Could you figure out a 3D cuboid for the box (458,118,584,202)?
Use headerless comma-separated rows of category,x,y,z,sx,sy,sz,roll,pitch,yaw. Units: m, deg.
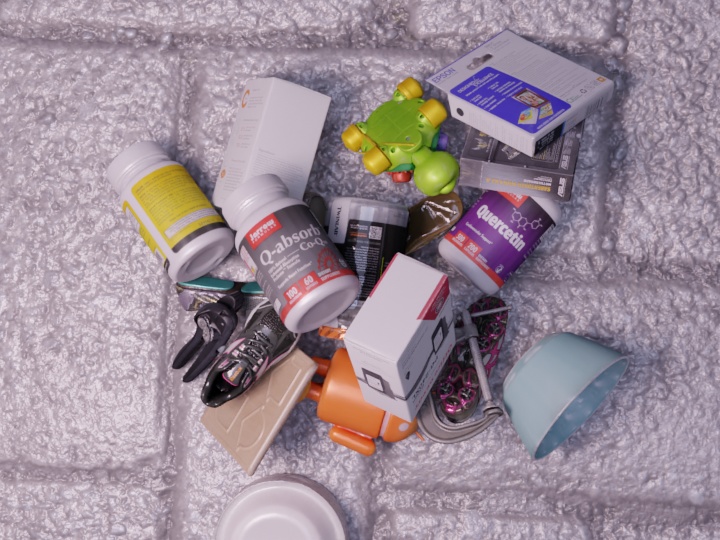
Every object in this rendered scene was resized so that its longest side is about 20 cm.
box,0.236,-0.185,1.506,0.158,0.200,0.048,9,132,11

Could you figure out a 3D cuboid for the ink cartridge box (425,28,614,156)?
ink cartridge box,0.229,-0.261,1.519,0.200,0.043,0.198,35,53,28

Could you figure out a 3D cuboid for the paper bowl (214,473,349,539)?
paper bowl,-0.120,0.411,1.566,0.200,0.104,0.201,0,90,3

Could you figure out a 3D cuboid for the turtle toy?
turtle toy,0.073,-0.183,1.544,0.146,0.101,0.200,-40,44,2

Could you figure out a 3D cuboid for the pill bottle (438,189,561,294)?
pill bottle,0.216,-0.069,1.545,0.112,0.112,0.200,41,91,4

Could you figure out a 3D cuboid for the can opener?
can opener,-0.229,0.109,1.560,0.063,0.079,0.200,53,132,19

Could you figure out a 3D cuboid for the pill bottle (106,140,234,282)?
pill bottle,-0.288,-0.091,1.574,0.114,0.114,0.200,-38,76,3

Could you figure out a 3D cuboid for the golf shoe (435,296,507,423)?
golf shoe,0.166,0.133,1.568,0.073,0.092,0.200,19,69,19

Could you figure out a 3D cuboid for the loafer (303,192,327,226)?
loafer,-0.055,-0.020,1.579,0.070,0.070,0.200,-5,95,46

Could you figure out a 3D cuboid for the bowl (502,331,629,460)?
bowl,0.282,0.165,1.512,0.201,0.201,0.105,-47,67,2

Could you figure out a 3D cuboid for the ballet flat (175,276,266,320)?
ballet flat,-0.183,0.046,1.595,0.200,0.072,0.072,3,89,12

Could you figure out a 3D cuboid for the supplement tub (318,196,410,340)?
supplement tub,0.000,0.000,1.498,0.122,0.123,0.200,8,89,4

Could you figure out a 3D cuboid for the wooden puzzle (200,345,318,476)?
wooden puzzle,-0.144,0.186,1.546,0.046,0.200,0.185,31,91,-34

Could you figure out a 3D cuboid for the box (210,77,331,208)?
box,-0.135,-0.175,1.554,0.097,0.124,0.200,16,91,-26

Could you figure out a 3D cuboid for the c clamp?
c clamp,0.149,0.147,1.497,0.171,0.027,0.200,-8,62,3

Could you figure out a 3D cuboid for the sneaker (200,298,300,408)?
sneaker,-0.156,0.127,1.475,0.080,0.086,0.200,36,116,-1

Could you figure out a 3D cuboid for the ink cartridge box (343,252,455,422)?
ink cartridge box,0.059,0.095,1.418,0.083,0.200,0.145,23,66,21

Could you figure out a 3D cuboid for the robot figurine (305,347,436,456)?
robot figurine,0.012,0.183,1.554,0.200,0.117,0.144,18,46,5

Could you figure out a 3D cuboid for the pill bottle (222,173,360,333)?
pill bottle,-0.098,-0.025,1.416,0.116,0.116,0.200,-36,71,3

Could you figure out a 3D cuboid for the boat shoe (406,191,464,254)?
boat shoe,0.068,-0.056,1.578,0.200,0.066,0.074,-23,81,15
